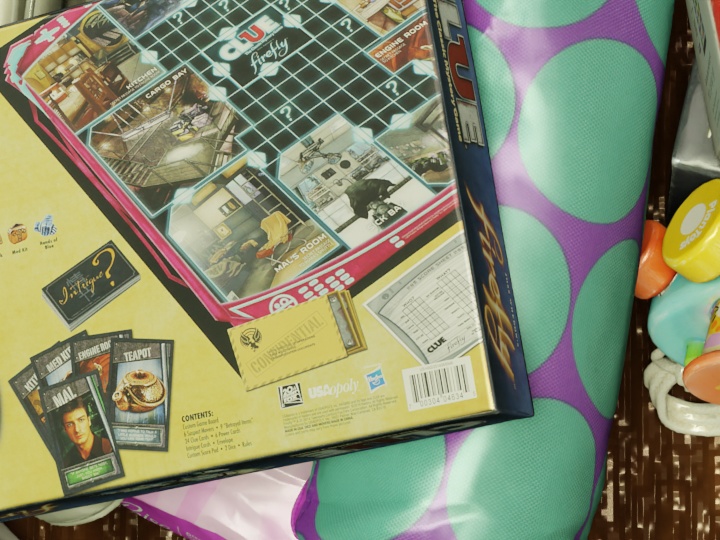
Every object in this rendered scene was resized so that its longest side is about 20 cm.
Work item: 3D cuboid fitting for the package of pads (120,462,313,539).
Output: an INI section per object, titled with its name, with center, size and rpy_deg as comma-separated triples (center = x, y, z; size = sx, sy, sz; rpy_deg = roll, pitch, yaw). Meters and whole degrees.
[package of pads]
center = 0.000, 0.000, 0.833
size = 0.120, 0.076, 0.200
rpy_deg = 23, 84, 10

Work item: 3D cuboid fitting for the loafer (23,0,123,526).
[loafer]
center = -0.085, -0.024, 0.785
size = 0.070, 0.070, 0.201
rpy_deg = -12, 63, 37

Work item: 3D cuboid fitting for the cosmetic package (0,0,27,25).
[cosmetic package]
center = -0.154, -0.063, 0.852
size = 0.103, 0.087, 0.201
rpy_deg = 4, 81, 5

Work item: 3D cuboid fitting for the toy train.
[toy train]
center = 0.170, 0.036, 0.769
size = 0.199, 0.150, 0.056
rpy_deg = 2, 50, 21

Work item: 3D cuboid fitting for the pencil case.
[pencil case]
center = 0.034, -0.002, 0.751
size = 0.092, 0.085, 0.201
rpy_deg = 7, 84, 9

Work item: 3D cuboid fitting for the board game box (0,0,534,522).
[board game box]
center = -0.061, -0.007, 0.720
size = 0.200, 0.035, 0.136
rpy_deg = -12, 81, 20

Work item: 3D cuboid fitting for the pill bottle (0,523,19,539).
[pill bottle]
center = -0.174, 0.169, 0.805
size = 0.200, 0.113, 0.113
rpy_deg = -35, 80, 0

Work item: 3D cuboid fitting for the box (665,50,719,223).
[box]
center = 0.205, -0.097, 0.814
size = 0.182, 0.104, 0.201
rpy_deg = 12, 83, 9

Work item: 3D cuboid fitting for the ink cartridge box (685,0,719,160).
[ink cartridge box]
center = 0.182, -0.136, 0.727
size = 0.199, 0.084, 0.176
rpy_deg = -11, 80, 5
